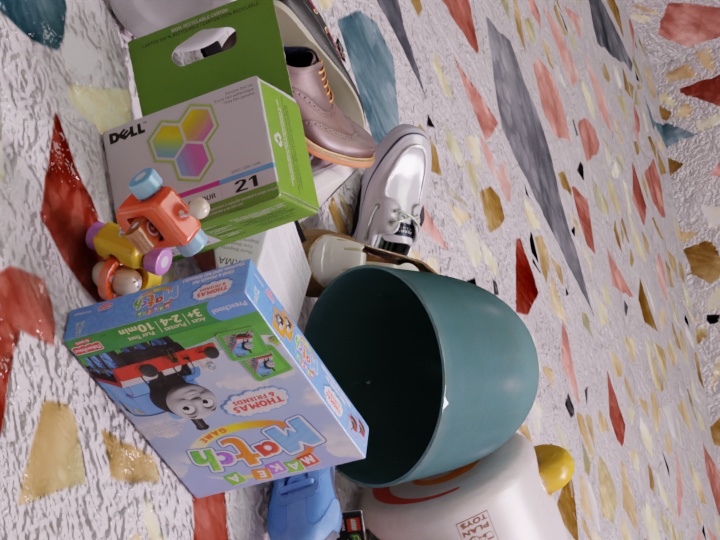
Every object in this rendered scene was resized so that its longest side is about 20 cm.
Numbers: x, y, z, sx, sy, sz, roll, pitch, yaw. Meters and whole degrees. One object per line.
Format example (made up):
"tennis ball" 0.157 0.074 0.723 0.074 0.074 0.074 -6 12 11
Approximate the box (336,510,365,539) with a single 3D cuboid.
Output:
"box" -0.004 0.318 1.473 0.110 0.035 0.200 94 -11 -68

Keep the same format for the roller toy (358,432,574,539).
"roller toy" 0.099 0.239 1.651 0.182 0.200 0.140 -39 113 -48

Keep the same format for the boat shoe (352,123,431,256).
"boat shoe" 0.035 -0.045 1.723 0.073 0.200 0.067 5 22 -31

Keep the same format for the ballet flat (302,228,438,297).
"ballet flat" 0.000 0.000 1.631 0.200 0.072 0.068 16 77 -37

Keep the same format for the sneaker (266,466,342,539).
"sneaker" -0.053 0.166 1.469 0.200 0.066 0.079 -84 159 -57

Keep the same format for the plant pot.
"plant pot" 0.068 0.095 1.583 0.161 0.200 0.201 1 72 -40

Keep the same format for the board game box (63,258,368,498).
"board game box" -0.103 0.086 1.275 0.037 0.151 0.200 -85 151 -43

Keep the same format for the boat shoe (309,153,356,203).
"boat shoe" -0.050 -0.104 1.696 0.069 0.072 0.200 45 31 0

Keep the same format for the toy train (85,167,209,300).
"toy train" -0.138 0.018 1.267 0.056 0.150 0.200 -53 123 -31

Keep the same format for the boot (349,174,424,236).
"boot" 0.039 -0.010 1.888 0.200 0.066 0.165 -78 148 -61

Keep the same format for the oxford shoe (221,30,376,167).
"oxford shoe" -0.049 -0.163 1.615 0.200 0.073 0.071 31 20 -35

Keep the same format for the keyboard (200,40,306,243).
"keyboard" -0.096 -0.111 1.517 0.200 0.021 0.127 66 -8 -17

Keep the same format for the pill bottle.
"pill bottle" -0.144 -0.286 1.512 0.200 0.119 0.120 -75 144 -57

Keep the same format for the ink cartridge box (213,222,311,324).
"ink cartridge box" -0.096 0.045 1.453 0.163 0.057 0.200 75 30 -61

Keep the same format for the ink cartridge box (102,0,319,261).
"ink cartridge box" -0.130 -0.124 1.378 0.076 0.148 0.200 21 54 -65

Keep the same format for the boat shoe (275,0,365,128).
"boat shoe" -0.048 -0.216 1.785 0.202 0.074 0.063 56 34 -31
